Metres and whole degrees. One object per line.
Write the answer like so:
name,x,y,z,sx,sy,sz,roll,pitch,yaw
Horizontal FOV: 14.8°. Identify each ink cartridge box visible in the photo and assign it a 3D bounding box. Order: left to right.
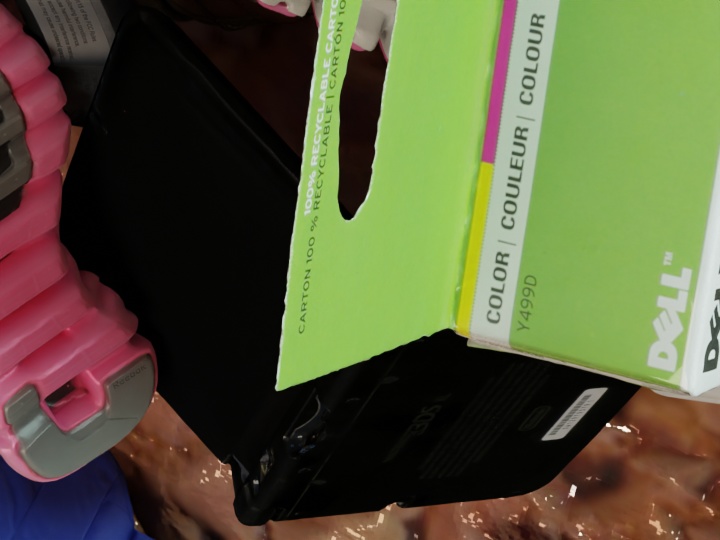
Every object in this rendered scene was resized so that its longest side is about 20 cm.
ink cartridge box,0.064,-0.043,0.713,0.076,0.200,0.148,14,104,26

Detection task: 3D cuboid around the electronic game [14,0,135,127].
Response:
electronic game,-0.146,-0.125,0.916,0.200,0.042,0.200,39,160,17

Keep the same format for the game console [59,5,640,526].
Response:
game console,0.000,0.000,0.924,0.176,0.116,0.200,-4,159,-17

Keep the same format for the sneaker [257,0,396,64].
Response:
sneaker,-0.006,-0.118,0.781,0.200,0.074,0.087,23,120,-27

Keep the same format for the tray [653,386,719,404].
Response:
tray,0.117,-0.024,0.870,0.107,0.022,0.200,9,133,32

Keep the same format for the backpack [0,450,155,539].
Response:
backpack,-0.164,0.180,1.171,0.168,0.163,0.200,28,140,6

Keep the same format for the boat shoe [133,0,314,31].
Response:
boat shoe,-0.058,-0.157,0.837,0.068,0.072,0.200,10,145,30

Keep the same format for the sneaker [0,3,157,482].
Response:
sneaker,-0.136,-0.021,0.926,0.095,0.079,0.200,39,152,44
